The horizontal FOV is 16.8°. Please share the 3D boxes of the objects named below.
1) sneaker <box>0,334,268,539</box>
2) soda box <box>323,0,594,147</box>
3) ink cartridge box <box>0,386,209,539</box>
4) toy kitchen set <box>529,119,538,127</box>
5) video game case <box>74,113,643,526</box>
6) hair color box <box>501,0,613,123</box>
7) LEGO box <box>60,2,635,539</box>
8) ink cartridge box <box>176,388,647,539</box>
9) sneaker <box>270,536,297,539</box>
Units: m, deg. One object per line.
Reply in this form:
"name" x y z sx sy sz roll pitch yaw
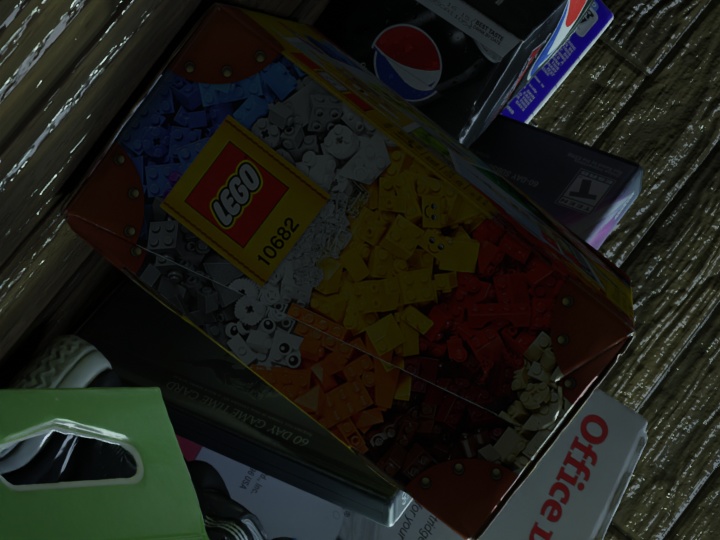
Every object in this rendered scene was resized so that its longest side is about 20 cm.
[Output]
"sneaker" -0.101 0.109 0.871 0.076 0.114 0.200 -49 177 -35
"soda box" 0.049 -0.110 0.976 0.063 0.071 0.200 -59 175 27
"ink cartridge box" -0.080 0.136 0.701 0.059 0.201 0.104 -32 159 35
"toy kitchen set" 0.050 -0.011 1.389 0.181 0.163 0.200 -52 178 7
"video game case" 0.000 0.000 0.921 0.200 0.142 0.019 -49 151 -39
"hair color box" 0.022 -0.062 1.095 0.109 0.065 0.200 -36 -171 46
"LEGO box" 0.005 -0.006 0.759 0.077 0.149 0.200 -52 178 7
"ink cartridge box" -0.005 0.078 0.978 0.145 0.199 0.084 -60 -177 -34
"sneaker" -0.059 0.168 0.929 0.082 0.073 0.200 -61 -175 -34
